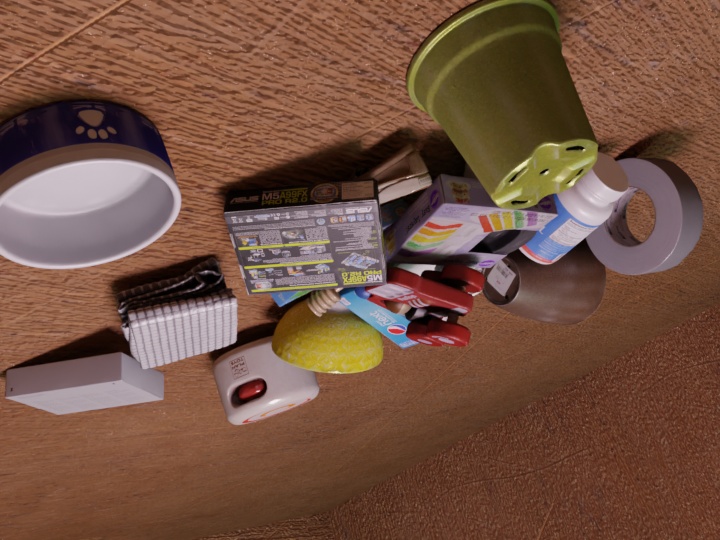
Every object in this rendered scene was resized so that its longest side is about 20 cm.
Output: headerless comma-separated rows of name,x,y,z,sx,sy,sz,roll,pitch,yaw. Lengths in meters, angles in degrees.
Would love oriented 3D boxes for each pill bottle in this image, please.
pill bottle,0.354,-0.107,1.318,0.112,0.113,0.200,-5,150,-35

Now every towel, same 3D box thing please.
towel,-0.276,0.068,1.180,0.165,0.086,0.200,-14,157,-15

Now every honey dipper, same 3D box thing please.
honey dipper,0.000,0.000,1.240,0.200,0.038,0.038,-38,154,11

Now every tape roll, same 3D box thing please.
tape roll,0.485,-0.094,1.347,0.066,0.201,0.200,-6,152,-36

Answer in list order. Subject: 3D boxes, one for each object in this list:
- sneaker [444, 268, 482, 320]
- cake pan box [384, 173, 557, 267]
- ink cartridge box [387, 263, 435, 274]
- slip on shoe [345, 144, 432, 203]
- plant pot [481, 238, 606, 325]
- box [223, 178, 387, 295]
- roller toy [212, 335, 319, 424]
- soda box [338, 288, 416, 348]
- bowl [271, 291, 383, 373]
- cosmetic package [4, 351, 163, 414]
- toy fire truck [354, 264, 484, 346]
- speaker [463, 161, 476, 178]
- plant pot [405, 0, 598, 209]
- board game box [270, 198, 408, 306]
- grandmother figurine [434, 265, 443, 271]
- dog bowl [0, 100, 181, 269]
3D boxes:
sneaker,0.188,0.029,1.547,0.201,0.074,0.118,-48,-173,11
cake pan box,0.157,-0.065,1.127,0.199,0.053,0.184,3,156,-26
ink cartridge box,0.117,-0.013,1.389,0.199,0.048,0.146,-5,151,-34
slip on shoe,0.005,-0.113,1.069,0.199,0.061,0.076,-18,-174,40
plant pot,0.323,0.014,1.452,0.199,0.188,0.187,-1,149,-41
box,-0.069,-0.041,1.040,0.199,0.044,0.161,-5,137,4
roller toy,-0.180,0.199,1.469,0.182,0.140,0.200,-14,166,-27
soda box,0.043,0.057,1.336,0.064,0.068,0.200,-21,138,30
bowl,-0.053,0.092,1.364,0.199,0.200,0.108,-5,110,-35
cosmetic package,-0.444,0.187,1.266,0.199,0.052,0.151,-9,160,9
toy fire truck,0.082,0.040,1.190,0.167,0.113,0.200,21,167,-17
speaker,0.192,-0.127,1.166,0.088,0.089,0.200,-19,157,-8
plant pot,0.178,-0.181,0.909,0.199,0.185,0.201,-18,157,-8
board game box,-0.030,-0.028,1.183,0.200,0.037,0.151,-40,173,33
grandmother figurine,0.202,-0.046,1.291,0.200,0.061,0.121,-44,-162,8
dog bowl,-0.298,-0.086,0.827,0.199,0.079,0.200,-19,157,-8
